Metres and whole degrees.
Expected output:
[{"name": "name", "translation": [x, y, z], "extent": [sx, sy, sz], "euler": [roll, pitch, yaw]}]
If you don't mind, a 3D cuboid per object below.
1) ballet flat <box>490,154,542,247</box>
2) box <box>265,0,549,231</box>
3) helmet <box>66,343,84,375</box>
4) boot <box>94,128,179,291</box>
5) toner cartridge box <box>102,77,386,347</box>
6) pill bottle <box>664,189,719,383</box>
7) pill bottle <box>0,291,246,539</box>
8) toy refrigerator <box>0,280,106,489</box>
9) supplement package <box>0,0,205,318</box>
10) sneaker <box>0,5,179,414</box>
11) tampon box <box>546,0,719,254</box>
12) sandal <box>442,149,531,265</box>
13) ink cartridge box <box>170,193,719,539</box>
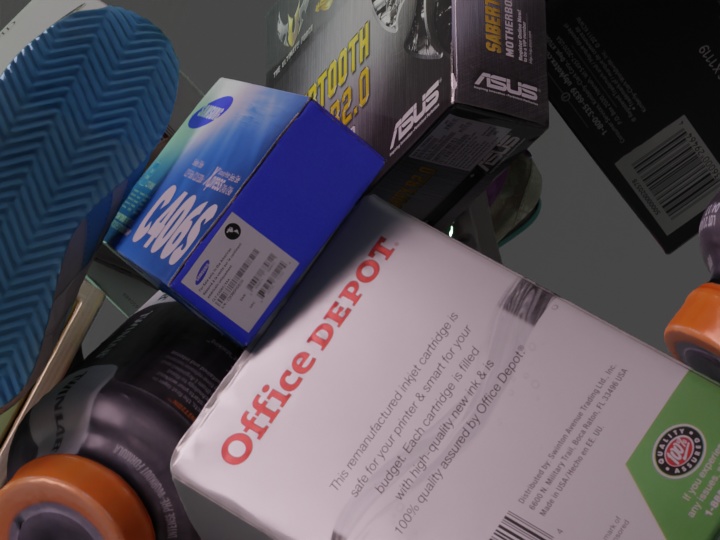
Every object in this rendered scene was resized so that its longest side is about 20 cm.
[{"name": "ballet flat", "translation": [0.000, 0.000, 1.429], "extent": [0.200, 0.062, 0.068], "euler": [-41, 29, 6]}, {"name": "box", "translation": [0.016, -0.090, 1.286], "extent": [0.200, 0.048, 0.159], "euler": [136, 140, -54]}, {"name": "helmet", "translation": [-0.240, 0.059, 1.503], "extent": [0.190, 0.200, 0.201], "euler": [-3, 48, 35]}, {"name": "boot", "translation": [-0.107, -0.048, 1.509], "extent": [0.097, 0.200, 0.075], "euler": [-50, 4, -25]}, {"name": "toner cartridge box", "translation": [-0.054, -0.029, 1.225], "extent": [0.095, 0.043, 0.200], "euler": [-51, 14, -4]}, {"name": "pill bottle", "translation": [0.207, -0.028, 1.169], "extent": [0.200, 0.106, 0.106], "euler": [-51, 30, -11]}, {"name": "pill bottle", "translation": [-0.090, 0.079, 1.315], "extent": [0.106, 0.107, 0.200], "euler": [-22, 13, 33]}, {"name": "toy refrigerator", "translation": [-0.200, 0.082, 1.348], "extent": [0.201, 0.076, 0.070], "euler": [-62, 12, -13]}, {"name": "supplement package", "translation": [-0.148, -0.073, 1.630], "extent": [0.117, 0.117, 0.200], "euler": [-46, 24, -3]}, {"name": "sneaker", "translation": [-0.145, -0.026, 1.275], "extent": [0.201, 0.076, 0.081], "euler": [-63, 6, -17]}, {"name": "tampon box", "translation": [0.128, -0.137, 1.355], "extent": [0.126, 0.150, 0.200], "euler": [-36, 30, 7]}, {"name": "sandal", "translation": [0.053, -0.047, 1.357], "extent": [0.082, 0.049, 0.204], "euler": [168, 97, -69]}, {"name": "ink cartridge box", "translation": [0.047, 0.084, 1.143], "extent": [0.199, 0.084, 0.146], "euler": [30, 71, 21]}]
